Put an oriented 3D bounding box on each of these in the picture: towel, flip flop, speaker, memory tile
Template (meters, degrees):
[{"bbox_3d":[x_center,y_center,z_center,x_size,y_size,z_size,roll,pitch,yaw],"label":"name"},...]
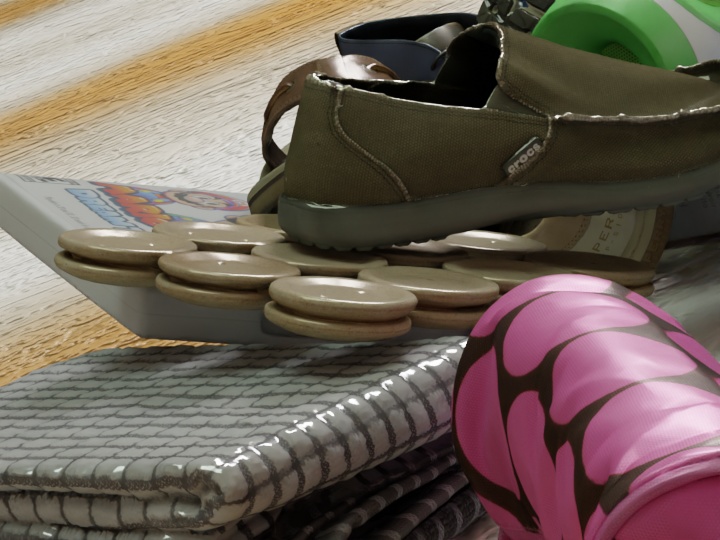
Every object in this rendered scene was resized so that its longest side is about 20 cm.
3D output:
[{"bbox_3d":[-0.064,0.082,0.972,0.200,0.086,0.165,-4,13,34],"label":"towel"},{"bbox_3d":[-0.009,-0.061,1.193,0.081,0.058,0.200,-16,9,6],"label":"flip flop"},{"bbox_3d":[0.154,-0.108,1.210,0.088,0.089,0.200,-6,18,43],"label":"speaker"},{"bbox_3d":[0.000,0.000,1.048,0.153,0.017,0.200,13,12,37],"label":"memory tile"}]

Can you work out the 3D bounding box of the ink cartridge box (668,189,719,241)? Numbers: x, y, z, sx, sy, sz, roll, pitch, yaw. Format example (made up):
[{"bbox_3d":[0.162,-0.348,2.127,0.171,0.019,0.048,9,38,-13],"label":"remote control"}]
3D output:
[{"bbox_3d":[0.224,-0.071,1.240,0.200,0.057,0.162,-14,14,40],"label":"ink cartridge box"}]

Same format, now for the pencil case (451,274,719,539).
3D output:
[{"bbox_3d":[0.081,0.068,0.832,0.091,0.094,0.200,24,8,-11],"label":"pencil case"}]

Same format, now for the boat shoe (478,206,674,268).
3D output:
[{"bbox_3d":[0.056,-0.039,1.243,0.064,0.071,0.200,14,0,-29],"label":"boat shoe"}]

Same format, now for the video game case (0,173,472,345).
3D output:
[{"bbox_3d":[-0.035,-0.002,1.153,0.182,0.024,0.200,4,12,-25],"label":"video game case"}]

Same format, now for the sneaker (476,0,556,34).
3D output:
[{"bbox_3d":[0.138,-0.132,1.324,0.200,0.089,0.079,-41,49,1],"label":"sneaker"}]

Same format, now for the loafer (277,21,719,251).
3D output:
[{"bbox_3d":[0.064,-0.056,1.062,0.199,0.070,0.075,-12,15,-21],"label":"loafer"}]

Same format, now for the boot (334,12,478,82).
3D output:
[{"bbox_3d":[0.057,-0.075,1.375,0.075,0.097,0.200,-29,17,-37],"label":"boot"}]
